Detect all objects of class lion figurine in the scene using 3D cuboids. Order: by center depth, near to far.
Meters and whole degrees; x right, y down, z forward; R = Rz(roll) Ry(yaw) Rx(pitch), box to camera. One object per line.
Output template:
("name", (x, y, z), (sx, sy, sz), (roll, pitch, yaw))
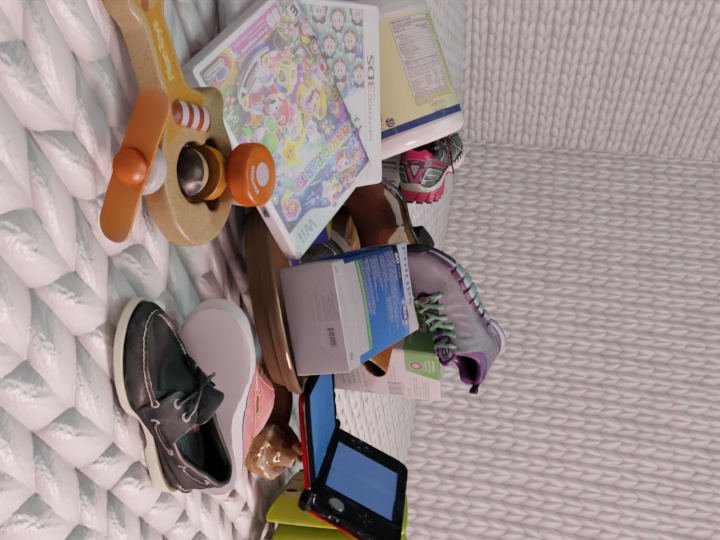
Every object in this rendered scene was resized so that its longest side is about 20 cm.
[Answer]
("lion figurine", (-0.095, 0.153, 0.869), (0.123, 0.072, 0.201), (64, 18, -48))

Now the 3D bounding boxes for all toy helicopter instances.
("toy helicopter", (-0.135, -0.107, 0.505), (0.132, 0.078, 0.201), (-55, 140, -51))

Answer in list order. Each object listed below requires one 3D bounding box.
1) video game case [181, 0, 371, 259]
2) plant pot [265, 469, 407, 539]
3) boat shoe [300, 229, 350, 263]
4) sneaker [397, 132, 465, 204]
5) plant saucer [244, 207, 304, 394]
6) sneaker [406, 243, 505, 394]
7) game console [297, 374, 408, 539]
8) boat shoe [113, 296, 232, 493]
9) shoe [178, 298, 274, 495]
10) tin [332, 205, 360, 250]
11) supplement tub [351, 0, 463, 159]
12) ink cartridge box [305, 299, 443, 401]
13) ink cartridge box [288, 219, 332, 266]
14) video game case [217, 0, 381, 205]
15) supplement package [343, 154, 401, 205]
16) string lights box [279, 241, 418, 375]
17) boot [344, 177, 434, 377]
("video game case", (-0.064, -0.130, 0.673), (0.144, 0.018, 0.201), (-55, 135, -33))
("plant pot", (-0.027, 0.365, 0.967), (0.200, 0.197, 0.183), (38, 55, -84))
("boat shoe", (-0.045, 0.016, 1.052), (0.062, 0.073, 0.200), (-52, 158, -22))
("sneaker", (0.103, -0.169, 1.053), (0.200, 0.080, 0.075), (-68, 159, -53))
("plant saucer", (-0.086, 0.026, 0.758), (0.200, 0.029, 0.202), (171, -90, -90))
("sneaker", (0.106, 0.059, 0.906), (0.200, 0.074, 0.088), (48, 50, -23))
("game console", (-0.003, 0.196, 0.870), (0.119, 0.171, 0.200), (-62, 180, 14))
("boat shoe", (-0.136, 0.105, 0.583), (0.075, 0.066, 0.201), (-66, 159, -54))
("shoe", (-0.120, 0.098, 0.676), (0.091, 0.071, 0.201), (-68, 166, -60))
("tin", (-0.019, -0.069, 1.181), (0.201, 0.042, 0.113), (-70, 159, -51))
("supplement tub", (0.028, -0.242, 0.900), (0.145, 0.144, 0.201), (-48, 119, -72))
("ink cartridge box", (0.014, 0.102, 1.025), (0.146, 0.198, 0.088), (78, 18, -57))
("ink cartridge box", (-0.059, -0.127, 0.844), (0.198, 0.047, 0.201), (82, 7, -56))
("video game case", (-0.049, -0.165, 0.720), (0.199, 0.024, 0.184), (-16, 110, -48))
("supplement package", (0.016, -0.202, 1.080), (0.114, 0.109, 0.201), (-69, 162, -52))
("string lights box", (-0.003, 0.033, 0.774), (0.200, 0.059, 0.104), (-17, 99, -66))
("boot", (0.000, 0.000, 0.909), (0.188, 0.068, 0.201), (51, 53, -40))
